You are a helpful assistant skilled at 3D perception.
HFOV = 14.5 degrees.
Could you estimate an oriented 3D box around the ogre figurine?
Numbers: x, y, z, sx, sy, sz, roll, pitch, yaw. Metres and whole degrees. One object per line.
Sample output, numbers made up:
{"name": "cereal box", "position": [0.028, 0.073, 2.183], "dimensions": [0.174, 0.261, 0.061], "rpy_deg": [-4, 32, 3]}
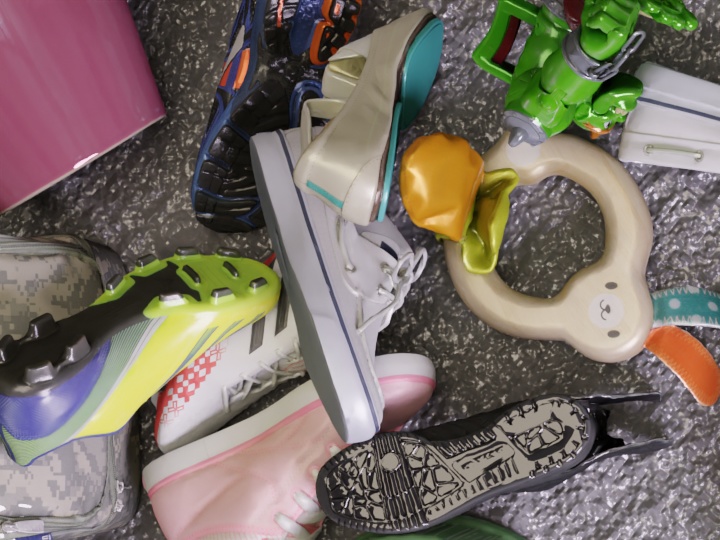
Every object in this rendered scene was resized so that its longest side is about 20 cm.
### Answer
{"name": "ogre figurine", "position": [0.132, -0.143, 1.631], "dimensions": [0.098, 0.200, 0.120], "rpy_deg": [26, 122, -23]}

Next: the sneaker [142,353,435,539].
{"name": "sneaker", "position": [-0.031, 0.130, 1.686], "dimensions": [0.200, 0.075, 0.105], "rpy_deg": [-27, 67, 18]}

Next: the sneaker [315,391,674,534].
{"name": "sneaker", "position": [0.079, 0.110, 1.652], "dimensions": [0.199, 0.104, 0.060], "rpy_deg": [-17, 81, 12]}

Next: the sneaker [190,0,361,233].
{"name": "sneaker", "position": [-0.053, -0.116, 1.724], "dimensions": [0.075, 0.078, 0.201], "rpy_deg": [17, 105, -20]}

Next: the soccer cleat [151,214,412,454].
{"name": "soccer cleat", "position": [-0.048, 0.040, 1.707], "dimensions": [0.085, 0.069, 0.200], "rpy_deg": [39, 90, 25]}

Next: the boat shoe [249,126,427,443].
{"name": "boat shoe", "position": [0.000, 0.002, 1.643], "dimensions": [0.086, 0.075, 0.203], "rpy_deg": [-13, 60, -8]}

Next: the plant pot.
{"name": "plant pot", "position": [-0.217, -0.138, 1.709], "dimensions": [0.200, 0.200, 0.179], "rpy_deg": [-30, 96, 10]}

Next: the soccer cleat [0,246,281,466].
{"name": "soccer cleat", "position": [-0.132, 0.049, 1.637], "dimensions": [0.065, 0.200, 0.084], "rpy_deg": [33, 136, 39]}

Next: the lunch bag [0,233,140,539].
{"name": "lunch bag", "position": [-0.217, 0.074, 1.694], "dimensions": [0.139, 0.168, 0.201], "rpy_deg": [-4, 85, 13]}

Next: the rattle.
{"name": "rattle", "position": [0.129, -0.006, 1.636], "dimensions": [0.130, 0.143, 0.200], "rpy_deg": [-40, 71, -11]}

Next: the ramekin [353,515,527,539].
{"name": "ramekin", "position": [0.037, 0.243, 1.654], "dimensions": [0.199, 0.098, 0.201], "rpy_deg": [-1, 85, 14]}

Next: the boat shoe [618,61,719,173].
{"name": "boat shoe", "position": [0.246, -0.063, 1.648], "dimensions": [0.199, 0.073, 0.067], "rpy_deg": [19, 93, 27]}

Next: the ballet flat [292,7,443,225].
{"name": "ballet flat", "position": [0.002, -0.099, 1.649], "dimensions": [0.069, 0.200, 0.070], "rpy_deg": [6, 124, 9]}
